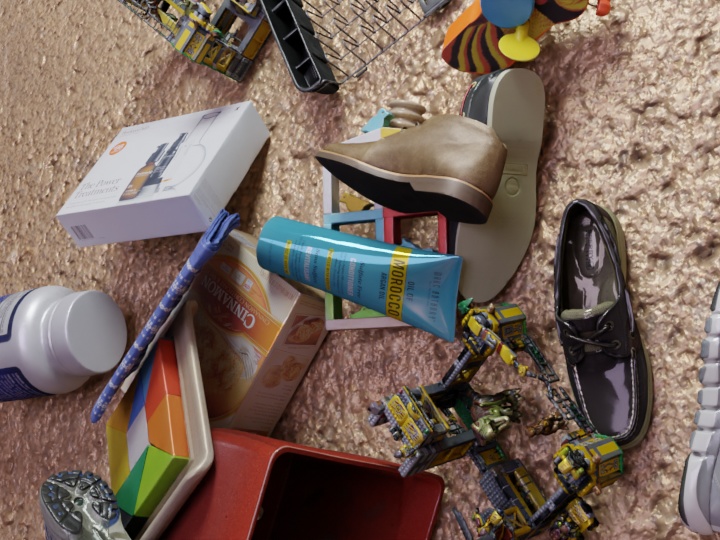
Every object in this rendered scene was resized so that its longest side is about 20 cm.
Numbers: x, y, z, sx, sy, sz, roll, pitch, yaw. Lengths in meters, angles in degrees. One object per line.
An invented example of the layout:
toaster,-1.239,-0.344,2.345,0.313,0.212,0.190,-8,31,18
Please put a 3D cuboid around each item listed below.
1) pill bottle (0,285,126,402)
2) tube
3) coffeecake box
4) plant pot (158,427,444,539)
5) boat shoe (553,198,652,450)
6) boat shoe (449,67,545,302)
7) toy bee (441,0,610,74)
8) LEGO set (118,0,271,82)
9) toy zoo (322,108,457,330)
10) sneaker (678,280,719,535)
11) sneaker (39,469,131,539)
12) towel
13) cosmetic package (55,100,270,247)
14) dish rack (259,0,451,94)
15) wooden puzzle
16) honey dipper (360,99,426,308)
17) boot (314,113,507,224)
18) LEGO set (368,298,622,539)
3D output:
pill bottle,-0.364,0.082,1.178,0.197,0.119,0.122,-10,73,32
tube,0.000,0.000,0.935,0.197,0.050,0.079,17,120,26
coffeecake box,-0.133,0.079,1.044,0.153,0.073,0.202,35,100,36
plant pot,-0.075,0.236,0.905,0.175,0.198,0.204,16,87,50
boat shoe,0.185,0.041,0.836,0.072,0.064,0.204,-17,71,28
boat shoe,0.113,-0.075,0.920,0.063,0.072,0.206,12,92,64
toy bee,0.155,-0.232,0.900,0.133,0.107,0.200,-67,10,-20
LEGO set,-0.176,-0.304,1.124,0.200,0.153,0.117,41,102,31
toy zoo,0.025,-0.049,0.962,0.129,0.020,0.205,-4,83,28
sneaker,0.301,0.098,0.745,0.114,0.075,0.204,10,94,31
sneaker,-0.207,0.261,0.859,0.200,0.076,0.086,50,134,39
towel,-0.179,0.038,0.974,0.024,0.145,0.201,33,103,-7
cosmetic package,-0.211,-0.102,1.115,0.197,0.052,0.152,-6,40,33
dish rack,0.000,-0.285,1.047,0.198,0.054,0.155,-33,68,23
wooden puzzle,-0.190,0.152,0.939,0.186,0.037,0.202,-54,32,32
honey dipper,0.029,-0.059,0.991,0.037,0.038,0.204,7,85,35
boot,0.044,-0.095,0.904,0.198,0.073,0.077,15,76,42
LEGO set,0.094,0.131,0.815,0.154,0.114,0.202,-49,61,42
